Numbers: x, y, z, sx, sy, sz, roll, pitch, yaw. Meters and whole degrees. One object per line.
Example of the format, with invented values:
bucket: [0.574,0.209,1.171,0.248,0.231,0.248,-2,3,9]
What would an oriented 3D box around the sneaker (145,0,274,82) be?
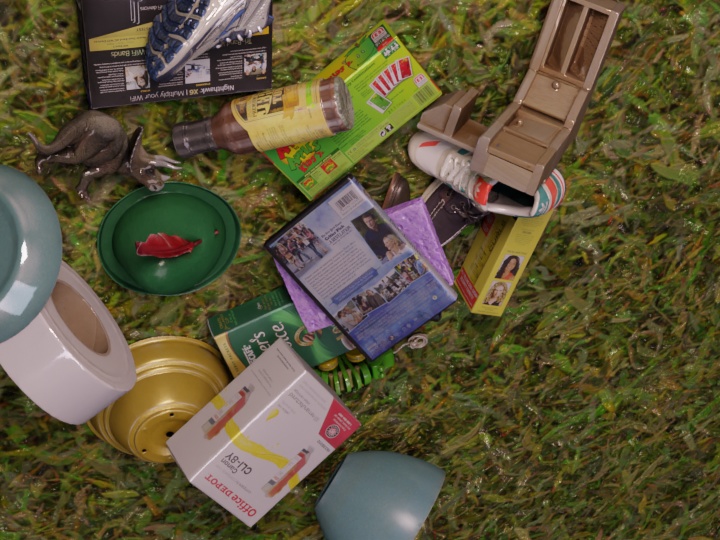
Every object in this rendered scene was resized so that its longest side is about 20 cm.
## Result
sneaker: [-0.131,-0.255,1.206,0.200,0.077,0.085,-44,133,14]

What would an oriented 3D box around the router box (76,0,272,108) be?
router box: [-0.191,-0.258,1.262,0.199,0.052,0.158,-8,129,-16]

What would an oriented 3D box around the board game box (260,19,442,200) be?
board game box: [-0.016,-0.182,1.397,0.200,0.048,0.102,-39,130,9]

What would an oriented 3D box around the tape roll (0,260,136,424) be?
tape roll: [-0.341,0.070,1.362,0.071,0.203,0.202,-35,131,8]

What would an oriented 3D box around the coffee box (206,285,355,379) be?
coffee box: [-0.085,0.077,1.572,0.199,0.044,0.123,-22,131,-5]

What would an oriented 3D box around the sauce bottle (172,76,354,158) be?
sauce bottle: [-0.109,-0.162,1.331,0.199,0.065,0.065,-12,133,14]

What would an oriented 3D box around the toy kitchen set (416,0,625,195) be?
toy kitchen set: [0.175,-0.222,1.379,0.163,0.200,0.181,24,123,12]

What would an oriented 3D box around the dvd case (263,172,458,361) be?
dvd case: [0.000,0.000,1.448,0.143,0.018,0.200,-37,103,23]

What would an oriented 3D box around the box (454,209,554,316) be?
box: [0.190,-0.042,1.575,0.050,0.075,0.200,8,124,-24]

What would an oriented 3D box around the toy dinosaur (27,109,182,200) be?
toy dinosaur: [-0.288,-0.136,1.290,0.102,0.077,0.200,-37,152,8]

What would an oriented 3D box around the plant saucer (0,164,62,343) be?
plant saucer: [-0.411,-0.019,1.271,0.200,0.200,0.036,-35,164,7]

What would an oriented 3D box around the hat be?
hat: [-0.212,0.009,1.379,0.200,0.176,0.166,18,118,-32]

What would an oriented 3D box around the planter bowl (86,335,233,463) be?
planter bowl: [-0.252,0.188,1.565,0.200,0.084,0.201,-11,130,-14]

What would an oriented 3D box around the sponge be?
sponge: [0.004,-0.005,1.472,0.199,0.030,0.112,-19,109,17]

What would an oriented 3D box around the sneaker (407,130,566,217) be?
sneaker: [0.139,-0.115,1.424,0.199,0.093,0.071,24,116,15]

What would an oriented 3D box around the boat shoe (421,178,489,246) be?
boat shoe: [0.138,-0.096,1.515,0.072,0.065,0.200,29,112,-38]

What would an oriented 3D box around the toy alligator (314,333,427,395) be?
toy alligator: [0.006,0.133,1.647,0.199,0.054,0.059,-16,131,-10]

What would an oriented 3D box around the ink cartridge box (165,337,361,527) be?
ink cartridge box: [-0.122,0.208,1.540,0.200,0.083,0.145,-42,133,-1]

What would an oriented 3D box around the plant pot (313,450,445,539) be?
plant pot: [0.013,0.338,1.742,0.135,0.200,0.200,32,114,1]

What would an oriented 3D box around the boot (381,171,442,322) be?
boot: [0.066,-0.025,1.509,0.097,0.075,0.201,12,121,9]
